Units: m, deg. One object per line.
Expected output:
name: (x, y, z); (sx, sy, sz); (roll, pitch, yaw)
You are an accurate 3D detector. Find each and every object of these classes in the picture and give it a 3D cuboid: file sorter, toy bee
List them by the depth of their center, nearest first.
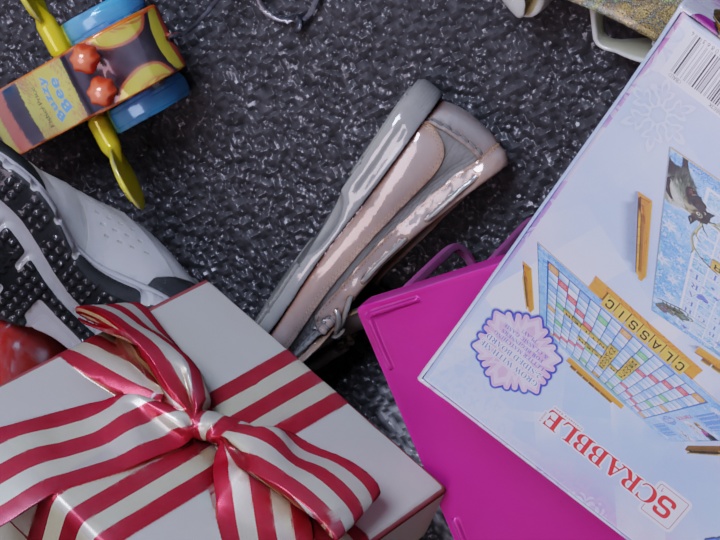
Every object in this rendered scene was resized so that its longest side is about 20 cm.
file sorter: (0.130, 0.032, 0.854); (0.198, 0.125, 0.140); (-18, 102, 27)
toy bee: (-0.131, -0.106, 0.927); (0.131, 0.109, 0.200); (44, 121, 3)

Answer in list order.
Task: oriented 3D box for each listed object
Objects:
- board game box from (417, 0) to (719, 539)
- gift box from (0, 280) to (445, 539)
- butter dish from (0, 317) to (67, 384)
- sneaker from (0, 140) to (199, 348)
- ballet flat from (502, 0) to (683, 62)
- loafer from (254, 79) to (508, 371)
board game box: (0.155, 0.027, 0.745); (0.199, 0.041, 0.200); (38, 119, 5)
gift box: (-0.088, 0.136, 0.841); (0.184, 0.200, 0.188); (35, 128, 17)
butter dish: (-0.195, 0.083, 0.986); (0.146, 0.200, 0.203); (2, 102, 6)
sneaker: (-0.154, -0.009, 0.943); (0.074, 0.080, 0.200); (-38, 117, 19)
ballet flat: (0.102, -0.136, 0.841); (0.198, 0.071, 0.071); (23, 117, 14)
loafer: (0.000, 0.000, 0.935); (0.063, 0.072, 0.201); (34, 116, 0)
